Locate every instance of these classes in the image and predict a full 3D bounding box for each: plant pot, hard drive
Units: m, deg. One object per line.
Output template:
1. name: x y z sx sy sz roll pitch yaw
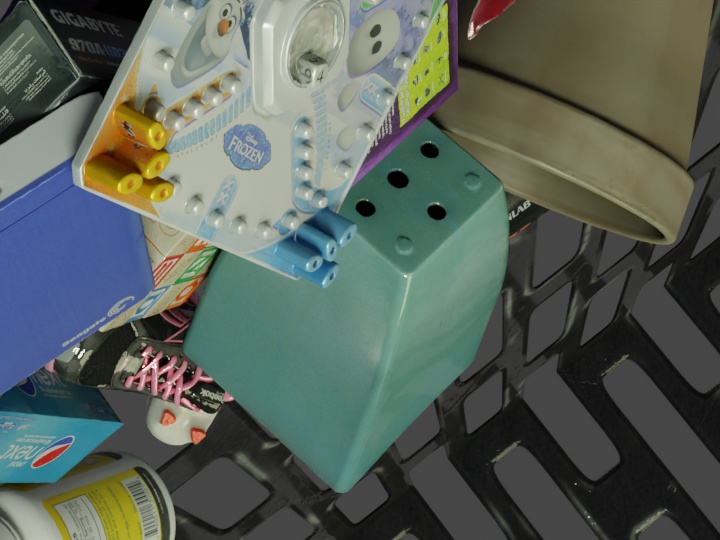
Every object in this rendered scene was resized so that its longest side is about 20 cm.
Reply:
1. plant pot: 0.000 0.000 0.929 0.141 0.141 0.201 -42 165 -31
2. hard drive: -0.158 0.003 0.715 0.131 0.025 0.200 -35 166 -14
3. plant pot: 0.132 -0.133 0.961 0.175 0.199 0.200 -66 165 -2

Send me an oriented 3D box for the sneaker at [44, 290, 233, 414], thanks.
1. sneaker: -0.132 0.057 1.052 0.079 0.095 0.200 -52 163 13

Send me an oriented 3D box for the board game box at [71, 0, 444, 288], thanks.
1. board game box: -0.020 -0.100 0.697 0.201 0.026 0.200 -63 152 1

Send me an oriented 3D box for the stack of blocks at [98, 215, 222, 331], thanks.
1. stack of blocks: -0.078 -0.063 0.878 0.200 0.059 0.115 -47 173 16

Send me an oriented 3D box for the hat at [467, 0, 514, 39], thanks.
1. hat: 0.126 -0.242 0.824 0.174 0.200 0.167 -6 118 -1

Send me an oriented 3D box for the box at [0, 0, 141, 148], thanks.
1. box: -0.164 -0.034 0.734 0.200 0.046 0.159 -42 167 17

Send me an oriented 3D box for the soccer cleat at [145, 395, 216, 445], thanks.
1. soccer cleat: -0.096 0.042 1.191 0.200 0.069 0.078 -51 -154 0

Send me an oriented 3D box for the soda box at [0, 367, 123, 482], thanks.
1. soda box: -0.226 0.089 0.993 0.068 0.064 0.200 -39 165 5

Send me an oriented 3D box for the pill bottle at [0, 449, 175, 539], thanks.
1. pill bottle: -0.245 0.215 1.229 0.114 0.115 0.199 -46 164 27

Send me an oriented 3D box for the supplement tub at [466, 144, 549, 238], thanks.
1. supplement tub: 0.070 -0.071 1.117 0.199 0.123 0.123 -35 165 -12

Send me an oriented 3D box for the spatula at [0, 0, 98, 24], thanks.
1. spatula: -0.082 -0.160 0.670 0.200 0.021 0.056 -41 164 15

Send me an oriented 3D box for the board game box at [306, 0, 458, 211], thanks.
1. board game box: 0.003 -0.137 0.757 0.120 0.032 0.201 -47 149 -34
